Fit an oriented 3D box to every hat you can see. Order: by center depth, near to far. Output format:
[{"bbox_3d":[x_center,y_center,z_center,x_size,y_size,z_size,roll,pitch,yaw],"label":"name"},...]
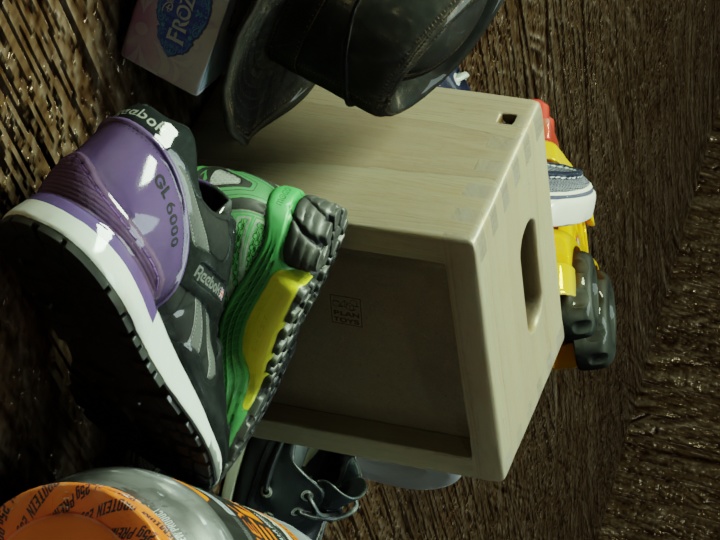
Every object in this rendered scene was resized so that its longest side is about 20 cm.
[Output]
[{"bbox_3d":[0.020,-0.128,1.073,0.201,0.081,0.201,-59,170,-17],"label":"hat"}]

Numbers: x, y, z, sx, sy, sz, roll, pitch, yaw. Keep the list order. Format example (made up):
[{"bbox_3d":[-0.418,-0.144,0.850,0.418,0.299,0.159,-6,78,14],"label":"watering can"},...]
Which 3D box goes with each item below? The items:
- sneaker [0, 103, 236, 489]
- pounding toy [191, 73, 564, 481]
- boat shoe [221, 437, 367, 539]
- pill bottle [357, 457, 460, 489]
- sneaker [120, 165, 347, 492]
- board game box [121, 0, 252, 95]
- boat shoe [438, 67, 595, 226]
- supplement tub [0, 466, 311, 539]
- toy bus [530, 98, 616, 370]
[{"bbox_3d":[-0.074,0.013,1.007,0.088,0.076,0.200,-53,154,-24],"label":"sneaker"},{"bbox_3d":[0.000,0.000,1.202,0.200,0.184,0.142,80,27,-43],"label":"pounding toy"},{"bbox_3d":[-0.026,0.105,1.361,0.074,0.066,0.200,5,99,-57],"label":"boat shoe"},{"bbox_3d":[0.035,0.019,1.470,0.112,0.112,0.200,74,31,-65],"label":"pill bottle"},{"bbox_3d":[-0.073,0.029,1.109,0.078,0.085,0.200,-58,173,-52],"label":"sneaker"},{"bbox_3d":[-0.016,-0.199,1.053,0.200,0.041,0.200,-48,163,-55],"label":"board game box"},{"bbox_3d":[0.057,-0.076,1.378,0.200,0.075,0.093,1,100,-39],"label":"boat shoe"},{"bbox_3d":[-0.085,0.150,1.036,0.200,0.122,0.123,35,69,-68],"label":"supplement tub"},{"bbox_3d":[0.106,-0.031,1.719,0.200,0.135,0.192,49,42,-71],"label":"toy bus"}]
